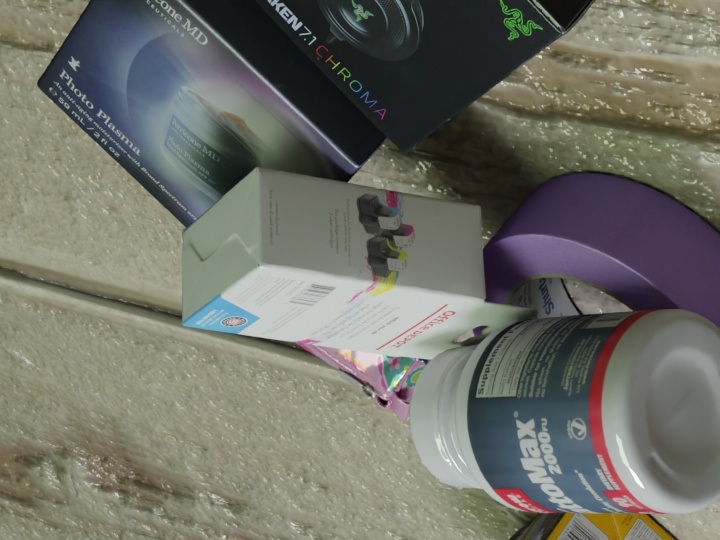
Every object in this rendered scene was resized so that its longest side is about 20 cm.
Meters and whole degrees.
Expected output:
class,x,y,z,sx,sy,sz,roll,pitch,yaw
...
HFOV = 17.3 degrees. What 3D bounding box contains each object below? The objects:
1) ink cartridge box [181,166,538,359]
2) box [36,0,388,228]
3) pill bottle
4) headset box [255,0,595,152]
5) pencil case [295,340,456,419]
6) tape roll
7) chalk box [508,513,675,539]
class,x,y,z,sx,sy,sz,roll,pitch,yaw
ink cartridge box,0.000,0.000,1.479,0.198,0.068,0.115,9,157,-27
box,-0.080,-0.129,1.526,0.200,0.123,0.198,43,147,-3
pill bottle,0.128,0.088,1.442,0.199,0.120,0.120,-7,124,50
headset box,0.038,-0.189,1.356,0.174,0.093,0.200,46,147,-7
pencil case,-0.026,0.021,1.680,0.199,0.087,0.088,35,147,13
tape roll,0.166,0.036,1.510,0.199,0.066,0.201,27,145,21
chalk box,0.147,0.260,1.740,0.124,0.125,0.200,41,149,2
